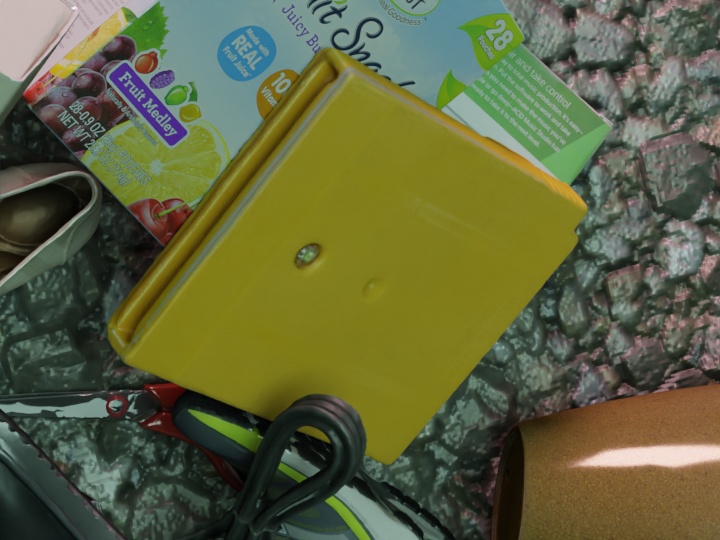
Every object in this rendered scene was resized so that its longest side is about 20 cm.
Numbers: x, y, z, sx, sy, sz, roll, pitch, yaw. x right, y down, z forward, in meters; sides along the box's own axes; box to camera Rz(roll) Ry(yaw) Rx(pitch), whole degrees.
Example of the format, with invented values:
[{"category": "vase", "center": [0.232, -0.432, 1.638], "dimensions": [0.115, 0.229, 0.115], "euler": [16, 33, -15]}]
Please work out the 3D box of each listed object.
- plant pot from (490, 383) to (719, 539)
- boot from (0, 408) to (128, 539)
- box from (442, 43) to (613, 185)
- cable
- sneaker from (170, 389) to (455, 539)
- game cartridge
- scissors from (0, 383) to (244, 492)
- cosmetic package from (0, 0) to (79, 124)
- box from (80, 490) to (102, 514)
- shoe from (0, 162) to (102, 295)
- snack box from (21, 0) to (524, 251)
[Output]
[{"category": "plant pot", "center": [0.175, 0.136, 1.177], "dimensions": [0.199, 0.186, 0.187], "euler": [8, 89, -6]}, {"category": "boot", "center": [-0.207, 0.154, 0.965], "dimensions": [0.200, 0.066, 0.165], "euler": [-44, 101, -8]}, {"category": "box", "center": [0.024, -0.046, 1.181], "dimensions": [0.144, 0.036, 0.200], "euler": [41, 80, -16]}, {"category": "cable", "center": [-0.051, 0.129, 1.099], "dimensions": [0.050, 0.097, 0.201], "euler": [-28, 144, -53]}, {"category": "sneaker", "center": [-0.027, 0.133, 1.141], "dimensions": [0.200, 0.074, 0.081], "euler": [41, 98, -21]}, {"category": "game cartridge", "center": [0.000, 0.000, 1.073], "dimensions": [0.200, 0.032, 0.176], "euler": [26, 109, -46]}, {"category": "scissors", "center": [-0.114, 0.064, 1.147], "dimensions": [0.199, 0.014, 0.073], "euler": [17, 88, -18]}, {"category": "cosmetic package", "center": [-0.219, -0.053, 0.928], "dimensions": [0.103, 0.087, 0.200], "euler": [35, 118, -9]}, {"category": "box", "center": [-0.214, 0.217, 1.055], "dimensions": [0.199, 0.123, 0.199], "euler": [-10, 95, -18]}, {"category": "shoe", "center": [-0.217, -0.005, 1.086], "dimensions": [0.199, 0.053, 0.070], "euler": [-26, 99, -17]}, {"category": "snack box", "center": [-0.044, -0.108, 1.021], "dimensions": [0.200, 0.068, 0.169], "euler": [-41, 138, 1]}]
